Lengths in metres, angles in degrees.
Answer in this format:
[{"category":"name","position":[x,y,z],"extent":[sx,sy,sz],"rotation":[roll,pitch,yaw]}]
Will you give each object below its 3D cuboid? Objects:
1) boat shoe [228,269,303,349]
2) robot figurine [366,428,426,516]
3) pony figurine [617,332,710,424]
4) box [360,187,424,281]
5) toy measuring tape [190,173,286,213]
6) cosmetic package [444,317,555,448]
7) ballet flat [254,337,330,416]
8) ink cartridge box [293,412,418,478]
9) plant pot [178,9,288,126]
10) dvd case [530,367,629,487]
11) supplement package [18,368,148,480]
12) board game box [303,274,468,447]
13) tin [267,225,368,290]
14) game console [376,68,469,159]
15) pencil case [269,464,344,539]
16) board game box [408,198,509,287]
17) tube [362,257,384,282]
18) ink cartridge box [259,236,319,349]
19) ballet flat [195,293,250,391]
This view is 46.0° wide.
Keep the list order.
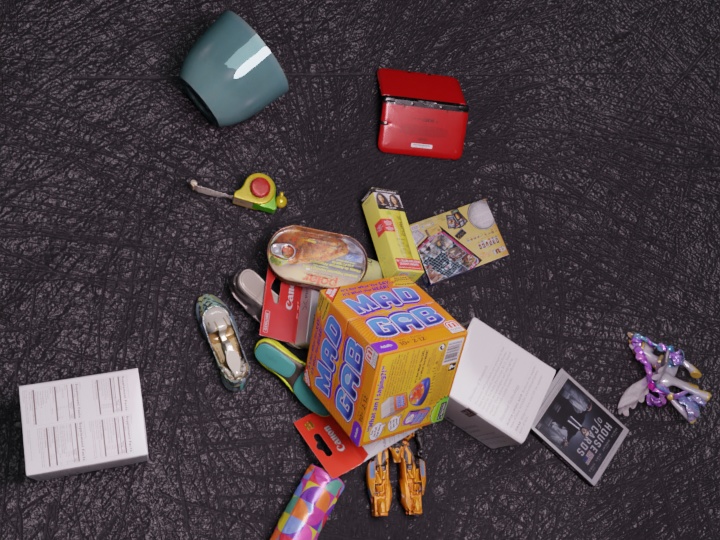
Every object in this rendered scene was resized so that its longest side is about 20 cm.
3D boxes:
[{"category":"boat shoe","position":[-0.181,0.078,1.667],"extent":[0.201,0.057,0.067],"rotation":[49,52,-18]},{"category":"robot figurine","position":[0.068,0.371,1.652],"extent":[0.142,0.058,0.204],"rotation":[1,75,-15]},{"category":"pony figurine","position":[0.643,0.233,1.807],"extent":[0.198,0.167,0.194],"rotation":[35,37,1]},{"category":"box","position":[0.064,-0.072,1.741],"extent":[0.074,0.050,0.203],"rotation":[5,57,-34]},{"category":"toy measuring tape","position":[-0.242,-0.171,1.716],"extent":[0.196,0.074,0.075],"rotation":[15,72,-10]},{"category":"cosmetic package","position":[0.244,0.226,1.681],"extent":[0.198,0.165,0.167],"rotation":[32,70,-3]},{"category":"ballet flat","position":[-0.121,0.200,1.647],"extent":[0.199,0.067,0.067],"rotation":[40,100,2]},{"category":"ink cartridge box","position":[-0.010,0.283,1.618],"extent":[0.198,0.048,0.160],"rotation":[-26,45,-20]},{"category":"plant pot","position":[-0.268,-0.390,1.709],"extent":[0.161,0.201,0.201],"rotation":[-42,88,-9]},{"category":"dvd case","position":[0.452,0.329,1.782],"extent":[0.199,0.025,0.151],"rotation":[41,70,0]},{"category":"supplement package","position":[-0.480,0.272,1.488],"extent":[0.196,0.152,0.154],"rotation":[-7,76,-16]},{"category":"board game box","position":[0.040,0.156,1.538],"extent":[0.197,0.203,0.200],"rotation":[-10,36,-34]},{"category":"tin","position":[-0.084,-0.019,1.642],"extent":[0.196,0.042,0.114],"rotation":[12,68,-4]},{"category":"game console","position":[0.130,-0.349,1.888],"extent":[0.196,0.119,0.176],"rotation":[4,105,-13]},{"category":"pencil case","position":[-0.106,0.464,1.572],"extent":[0.088,0.088,0.202],"rotation":[32,72,-4]},{"category":"board game box","position":[0.206,-0.060,1.819],"extent":[0.197,0.035,0.138],"rotation":[-19,80,-19]},{"category":"tube","position":[0.000,0.000,1.710],"extent":[0.197,0.052,0.058],"rotation":[18,27,-27]},{"category":"ink cartridge box","position":[-0.105,0.048,1.669],"extent":[0.174,0.044,0.204],"rotation":[19,69,-37]},{"category":"ballet flat","position":[-0.260,0.132,1.629],"extent":[0.073,0.074,0.203],"rotation":[-23,82,-19]}]
